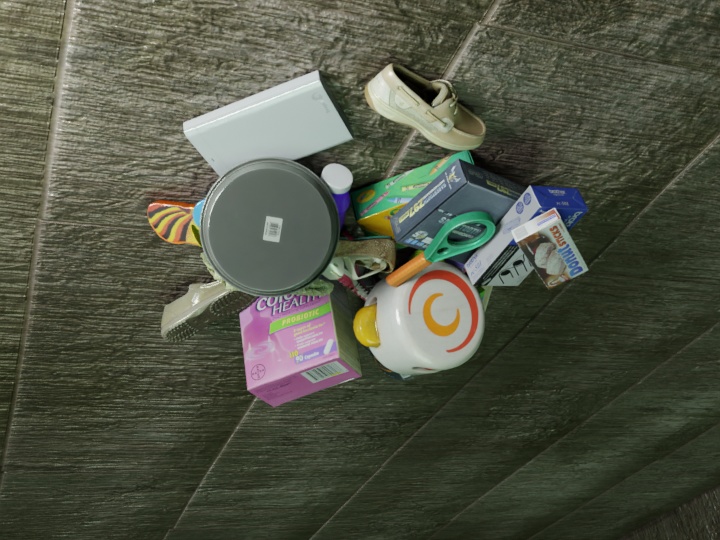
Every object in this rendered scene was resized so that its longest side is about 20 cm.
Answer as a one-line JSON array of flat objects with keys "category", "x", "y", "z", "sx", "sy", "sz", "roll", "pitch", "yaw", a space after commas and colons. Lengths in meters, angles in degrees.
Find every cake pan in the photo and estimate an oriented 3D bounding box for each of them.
[{"category": "cake pan", "x": -0.127, "y": -0.059, "z": 1.222, "sx": 0.200, "sy": 0.201, "sz": 0.037, "roll": -8, "pitch": -172, "yaw": -5}]

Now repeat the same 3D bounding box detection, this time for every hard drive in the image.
[{"category": "hard drive", "x": -0.125, "y": -0.193, "z": 1.201, "sx": 0.199, "sy": 0.026, "sz": 0.132, "roll": -18, "pitch": 147, "yaw": 12}]

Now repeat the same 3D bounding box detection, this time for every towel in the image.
[{"category": "towel", "x": -0.153, "y": 0.000, "z": 1.406, "sx": 0.199, "sy": 0.148, "sz": 0.037, "roll": 6, "pitch": 106, "yaw": -24}]

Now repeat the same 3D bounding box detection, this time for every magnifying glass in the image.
[{"category": "magnifying glass", "x": 0.119, "y": -0.029, "z": 1.326, "sx": 0.200, "sy": 0.022, "sz": 0.079, "roll": -33, "pitch": 144, "yaw": 32}]

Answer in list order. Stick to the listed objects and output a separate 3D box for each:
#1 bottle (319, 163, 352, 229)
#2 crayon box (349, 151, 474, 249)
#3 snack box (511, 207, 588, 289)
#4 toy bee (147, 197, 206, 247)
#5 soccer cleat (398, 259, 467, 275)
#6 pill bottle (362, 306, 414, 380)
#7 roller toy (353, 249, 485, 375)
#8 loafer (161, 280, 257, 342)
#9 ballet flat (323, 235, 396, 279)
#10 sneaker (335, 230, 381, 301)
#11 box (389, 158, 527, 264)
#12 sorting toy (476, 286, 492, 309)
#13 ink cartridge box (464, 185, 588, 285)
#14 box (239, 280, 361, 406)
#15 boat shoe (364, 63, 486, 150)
[{"category": "bottle", "x": -0.061, "y": -0.083, "z": 1.338, "sx": 0.065, "sy": 0.084, "sz": 0.200, "roll": 2, "pitch": 147, "yaw": -19}, {"category": "crayon box", "x": 0.097, "y": -0.104, "z": 1.375, "sx": 0.199, "sy": 0.058, "sz": 0.119, "roll": -19, "pitch": 148, "yaw": 10}, {"category": "snack box", "x": 0.290, "y": -0.029, "z": 1.315, "sx": 0.072, "sy": 0.024, "sz": 0.200, "roll": -29, "pitch": 149, "yaw": 13}, {"category": "toy bee", "x": -0.213, "y": -0.057, "z": 1.289, "sx": 0.199, "sy": 0.109, "sz": 0.131, "roll": 0, "pitch": -168, "yaw": 23}, {"category": "soccer cleat", "x": 0.148, "y": 0.005, "z": 1.547, "sx": 0.200, "sy": 0.077, "sz": 0.067, "roll": -22, "pitch": 146, "yaw": 16}, {"category": "pill bottle", "x": 0.059, "y": 0.131, "z": 1.691, "sx": 0.106, "sy": 0.106, "sz": 0.200, "roll": -18, "pitch": 147, "yaw": 10}, {"category": "roller toy", "x": 0.101, "y": 0.085, "z": 1.460, "sx": 0.182, "sy": 0.200, "sz": 0.140, "roll": 46, "pitch": 151, "yaw": -12}, {"category": "loafer", "x": -0.263, "y": 0.049, "z": 1.503, "sx": 0.200, "sy": 0.068, "sz": 0.076, "roll": -29, "pitch": 149, "yaw": -2}, {"category": "ballet flat", "x": -0.022, "y": -0.019, "z": 1.311, "sx": 0.200, "sy": 0.065, "sz": 0.070, "roll": -2, "pitch": 169, "yaw": -35}, {"category": "sneaker", "x": 0.000, "y": 0.000, "z": 1.500, "sx": 0.075, "sy": 0.081, "sz": 0.200, "roll": -48, "pitch": 149, "yaw": 2}, {"category": "box", "x": 0.169, "y": -0.081, "z": 1.332, "sx": 0.200, "sy": 0.051, "sz": 0.158, "roll": 16, "pitch": 136, "yaw": -40}, {"category": "sorting toy", "x": 0.182, "y": 0.099, "z": 1.659, "sx": 0.200, "sy": 0.036, "sz": 0.185, "roll": -39, "pitch": 156, "yaw": -23}, {"category": "ink cartridge box", "x": 0.250, "y": -0.049, "z": 1.329, "sx": 0.094, "sy": 0.044, "sz": 0.200, "roll": 1, "pitch": 144, "yaw": -29}, {"category": "box", "x": -0.109, "y": 0.108, "z": 1.512, "sx": 0.175, "sy": 0.200, "sz": 0.097, "roll": -21, "pitch": 146, "yaw": 16}, {"category": "boat shoe", "x": 0.103, "y": -0.224, "z": 1.184, "sx": 0.200, "sy": 0.072, "sz": 0.065, "roll": 19, "pitch": 139, "yaw": -30}]
